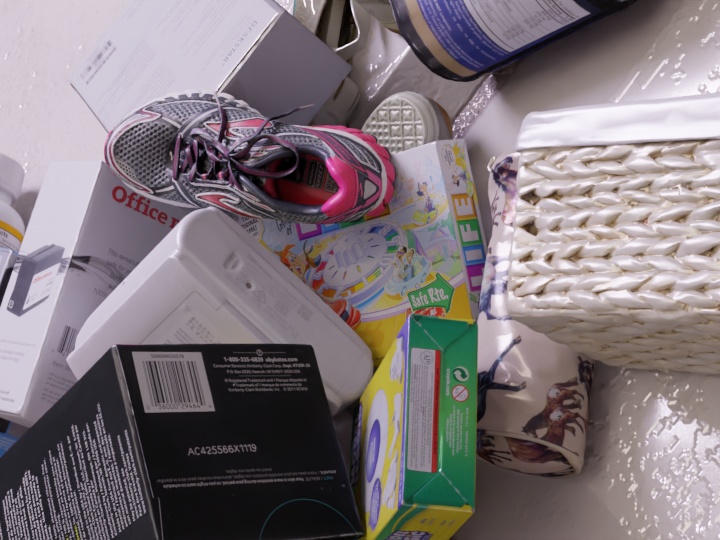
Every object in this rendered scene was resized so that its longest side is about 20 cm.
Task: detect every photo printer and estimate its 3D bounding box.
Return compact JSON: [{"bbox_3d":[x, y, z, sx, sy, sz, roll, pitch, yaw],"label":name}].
[{"bbox_3d":[-0.105,0.066,1.156,0.200,0.166,0.070,-41,10,45],"label":"photo printer"}]

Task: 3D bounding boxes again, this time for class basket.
[{"bbox_3d":[0.191,-0.016,0.928,0.199,0.135,0.125,-2,70,45],"label":"basket"}]

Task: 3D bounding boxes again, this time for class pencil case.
[{"bbox_3d":[0.105,0.024,1.037,0.088,0.078,0.202,2,71,19],"label":"pencil case"}]

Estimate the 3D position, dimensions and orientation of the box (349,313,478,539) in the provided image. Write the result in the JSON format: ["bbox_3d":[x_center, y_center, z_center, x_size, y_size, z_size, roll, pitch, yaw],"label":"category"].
[{"bbox_3d":[0.027,0.116,1.025,0.200,0.048,0.119,111,163,-64],"label":"box"}]

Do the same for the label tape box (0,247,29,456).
[{"bbox_3d":[-0.268,0.099,1.336,0.066,0.143,0.202,3,72,47],"label":"label tape box"}]

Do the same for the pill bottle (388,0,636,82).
[{"bbox_3d":[0.123,-0.211,1.115,0.199,0.111,0.113,-22,55,37],"label":"pill bottle"}]

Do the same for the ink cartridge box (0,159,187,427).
[{"bbox_3d":[-0.195,0.033,1.294,0.083,0.144,0.202,4,73,47],"label":"ink cartridge box"}]

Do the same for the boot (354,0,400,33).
[{"bbox_3d":[0.039,-0.277,1.203,0.200,0.154,0.072,-44,44,21],"label":"boot"}]

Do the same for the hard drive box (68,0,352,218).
[{"bbox_3d":[-0.117,-0.145,1.244,0.156,0.077,0.200,-50,37,6],"label":"hard drive box"}]

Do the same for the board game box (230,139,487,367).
[{"bbox_3d":[0.000,0.000,1.152,0.199,0.034,0.136,-15,85,41],"label":"board game box"}]

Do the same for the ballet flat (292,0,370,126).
[{"bbox_3d":[-0.027,-0.156,1.281,0.062,0.067,0.202,-9,64,32],"label":"ballet flat"}]

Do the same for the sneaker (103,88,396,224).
[{"bbox_3d":[-0.079,-0.075,1.100,0.198,0.075,0.082,7,100,18],"label":"sneaker"}]

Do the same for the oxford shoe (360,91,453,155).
[{"bbox_3d":[0.004,-0.051,1.204,0.075,0.058,0.200,50,125,16],"label":"oxford shoe"}]

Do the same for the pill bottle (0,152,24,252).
[{"bbox_3d":[-0.369,-0.008,1.521,0.112,0.112,0.202,-5,67,44],"label":"pill bottle"}]

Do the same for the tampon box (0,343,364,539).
[{"bbox_3d":[-0.123,0.144,1.048,0.200,0.149,0.127,-39,59,44],"label":"tampon box"}]
